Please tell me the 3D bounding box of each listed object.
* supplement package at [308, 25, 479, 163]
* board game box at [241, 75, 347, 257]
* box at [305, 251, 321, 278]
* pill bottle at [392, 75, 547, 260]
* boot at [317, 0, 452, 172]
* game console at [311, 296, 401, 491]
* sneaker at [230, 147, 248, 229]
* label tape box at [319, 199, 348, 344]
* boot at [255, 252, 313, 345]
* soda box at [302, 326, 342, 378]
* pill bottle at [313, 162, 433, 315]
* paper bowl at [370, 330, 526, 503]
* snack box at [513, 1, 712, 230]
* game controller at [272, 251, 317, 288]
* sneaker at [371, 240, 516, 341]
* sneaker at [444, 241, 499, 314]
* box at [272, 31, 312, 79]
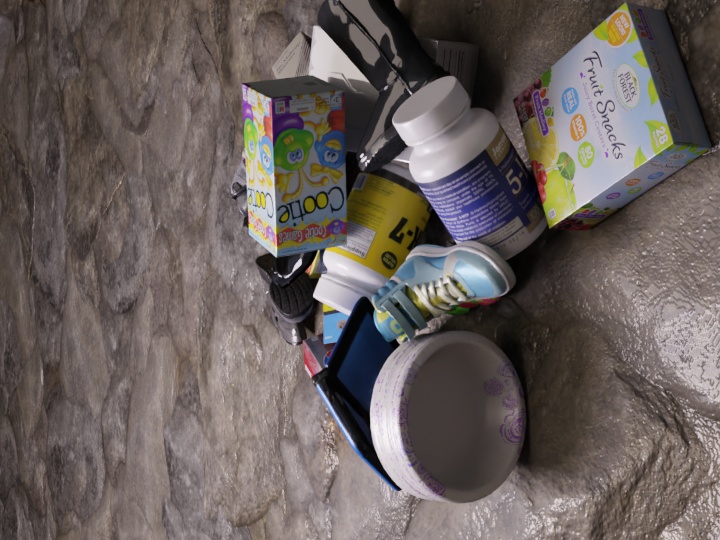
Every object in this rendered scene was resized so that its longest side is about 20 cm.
[{"bbox_3d":[0.038,-0.232,1.507,0.198,0.110,0.159,15,103,33],"label":"supplement package"},{"bbox_3d":[-0.084,-0.135,1.460,0.105,0.101,0.203,35,131,58],"label":"board game box"},{"bbox_3d":[-0.094,-0.072,1.822,0.200,0.049,0.076,52,130,43],"label":"box"},{"bbox_3d":[0.126,-0.118,1.334,0.119,0.120,0.201,2,133,56],"label":"pill bottle"},{"bbox_3d":[0.005,-0.248,1.419,0.165,0.065,0.201,-45,73,21],"label":"boot"},{"bbox_3d":[0.026,0.162,1.467,0.118,0.200,0.172,-35,59,0],"label":"game console"},{"bbox_3d":[-0.136,-0.125,1.677,0.142,0.077,0.199,-65,22,-9],"label":"sneaker"},{"bbox_3d":[0.000,0.000,1.664,0.144,0.062,0.204,-13,79,58],"label":"label tape box"},{"bbox_3d":[-0.106,0.064,1.798,0.200,0.069,0.133,-120,16,-60],"label":"boot"},{"bbox_3d":[-0.014,0.175,1.671,0.201,0.069,0.064,-126,26,-42],"label":"soda box"},{"bbox_3d":[0.018,-0.037,1.535,0.114,0.113,0.203,17,81,55],"label":"pill bottle"},{"bbox_3d":[0.098,0.176,1.391,0.104,0.198,0.205,-11,81,57],"label":"paper bowl"},{"bbox_3d":[0.267,-0.163,1.249,0.200,0.067,0.171,-38,58,48],"label":"snack box"},{"bbox_3d":[-0.088,-0.070,1.711,0.104,0.042,0.202,-30,40,36],"label":"game controller"},{"bbox_3d":[0.088,0.034,1.331,0.080,0.131,0.199,51,158,-16],"label":"sneaker"},{"bbox_3d":[0.125,0.006,1.482,0.199,0.076,0.085,-14,57,56],"label":"sneaker"},{"bbox_3d":[-0.068,-0.275,1.708,0.082,0.068,0.201,-49,33,14],"label":"box"}]
